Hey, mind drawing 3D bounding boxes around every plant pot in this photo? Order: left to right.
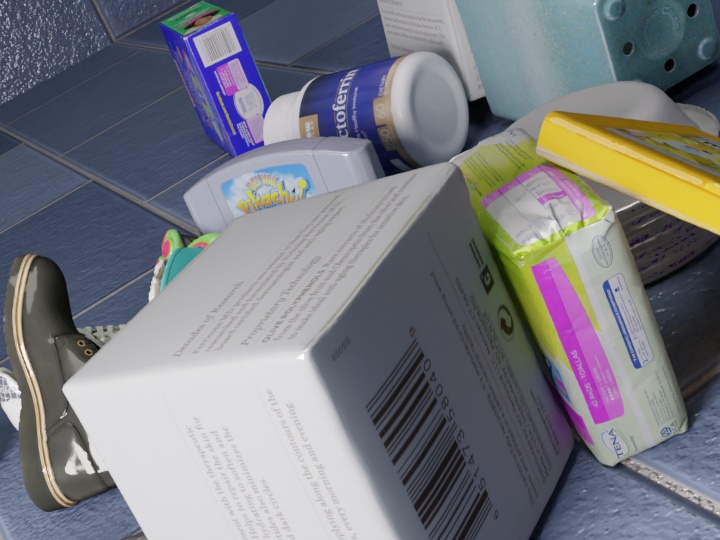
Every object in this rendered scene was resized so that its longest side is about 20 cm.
[{"bbox_3d":[0.223,-0.246,1.244,0.195,0.197,0.200,-30,30,-11],"label":"plant pot"}]

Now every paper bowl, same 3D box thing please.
[{"bbox_3d":[0.177,-0.070,1.003,0.199,0.105,0.201,-21,21,9],"label":"paper bowl"}]

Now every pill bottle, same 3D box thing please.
[{"bbox_3d":[0.002,-0.150,1.357,0.199,0.116,0.116,-7,28,41],"label":"pill bottle"}]

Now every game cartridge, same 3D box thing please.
[{"bbox_3d":[-0.061,-0.046,1.169,0.199,0.134,0.040,-12,18,33],"label":"game cartridge"},{"bbox_3d":[0.231,-0.046,0.787,0.199,0.033,0.175,28,20,39],"label":"game cartridge"}]

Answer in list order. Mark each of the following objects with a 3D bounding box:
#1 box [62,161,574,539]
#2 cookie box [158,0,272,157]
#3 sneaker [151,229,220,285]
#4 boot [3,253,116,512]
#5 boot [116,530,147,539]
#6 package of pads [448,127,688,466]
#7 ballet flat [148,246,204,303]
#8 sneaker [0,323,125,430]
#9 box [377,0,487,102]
[{"bbox_3d":[-0.013,0.083,0.739,0.170,0.200,0.200,-12,24,34],"label":"box"},{"bbox_3d":[-0.181,-0.248,1.703,0.075,0.172,0.200,-26,22,-10],"label":"cookie box"},{"bbox_3d":[-0.127,0.008,1.146,0.200,0.083,0.077,9,84,65],"label":"sneaker"},{"bbox_3d":[-0.194,0.072,1.028,0.137,0.202,0.077,-16,-14,13],"label":"boot"},{"bbox_3d":[-0.143,0.187,0.849,0.198,0.070,0.132,-5,24,25],"label":"boot"},{"bbox_3d":[0.121,0.006,0.825,0.068,0.155,0.200,-25,22,0],"label":"package of pads"},{"bbox_3d":[-0.124,0.076,0.956,0.071,0.072,0.201,-21,55,11],"label":"ballet flat"},{"bbox_3d":[-0.205,0.079,1.121,0.199,0.081,0.076,-28,19,-16],"label":"sneaker"},{"bbox_3d":[0.146,-0.283,1.435,0.198,0.132,0.200,-21,20,-15],"label":"box"}]
